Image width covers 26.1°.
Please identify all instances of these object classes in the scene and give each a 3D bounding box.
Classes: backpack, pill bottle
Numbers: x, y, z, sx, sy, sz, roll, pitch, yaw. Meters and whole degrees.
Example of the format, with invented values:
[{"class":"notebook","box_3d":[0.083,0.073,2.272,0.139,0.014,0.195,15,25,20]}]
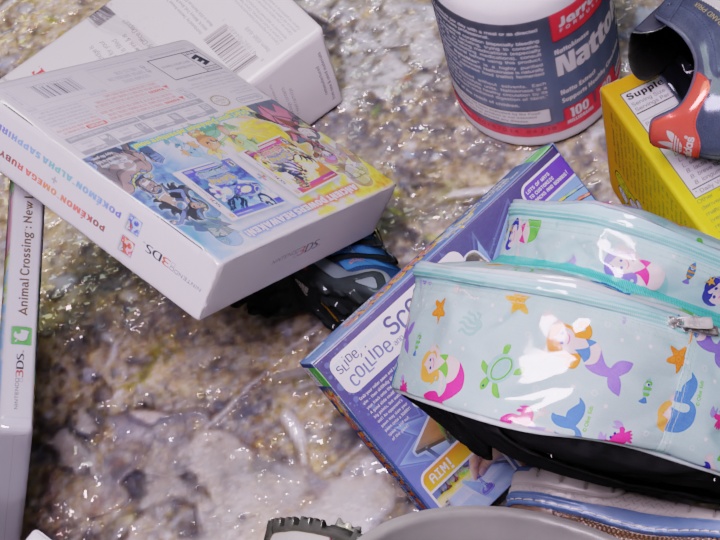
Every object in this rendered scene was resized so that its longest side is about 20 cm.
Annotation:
[{"class":"backpack","box_3d":[0.121,0.041,0.814,0.198,0.177,0.153,8,91,-24]},{"class":"pill bottle","box_3d":[0.104,-0.185,1.005,0.118,0.201,0.121,-7,57,11]}]

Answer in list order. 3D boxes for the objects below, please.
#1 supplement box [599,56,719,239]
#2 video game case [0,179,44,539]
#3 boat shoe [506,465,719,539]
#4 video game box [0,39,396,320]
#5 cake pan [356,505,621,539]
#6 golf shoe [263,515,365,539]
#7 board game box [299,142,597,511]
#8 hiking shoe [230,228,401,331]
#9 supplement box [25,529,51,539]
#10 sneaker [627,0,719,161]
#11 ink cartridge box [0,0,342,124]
[{"class":"supplement box","box_3d":[0.239,-0.034,0.930,0.108,0.110,0.201,-25,56,-4]},{"class":"video game case","box_3d":[-0.209,0.062,0.940,0.022,0.201,0.184,4,56,-13]},{"class":"boat shoe","box_3d":[0.171,0.167,0.853,0.198,0.072,0.073,11,73,24]},{"class":"video game box","box_3d":[-0.101,-0.063,0.926,0.181,0.047,0.200,33,29,19]},{"class":"cake pan","box_3d":[0.079,0.184,0.756,0.198,0.037,0.201,7,24,-3]},{"class":"golf shoe","box_3d":[0.018,0.203,0.863,0.199,0.077,0.089,23,72,26]},{"class":"board game box","box_3d":[0.081,0.040,0.923,0.200,0.034,0.136,-41,97,-14]},{"class":"hiking shoe","box_3d":[0.000,0.000,0.994,0.198,0.075,0.087,22,54,18]},{"class":"supplement box","box_3d":[-0.196,0.264,0.862,0.103,0.102,0.201,28,69,27]},{"class":"sneaker","box_3d":[0.198,-0.154,0.904,0.083,0.075,0.202,1,58,9]},{"class":"ink cartridge box","box_3d":[-0.135,-0.126,1.101,0.199,0.085,0.146,-36,57,-11]}]
